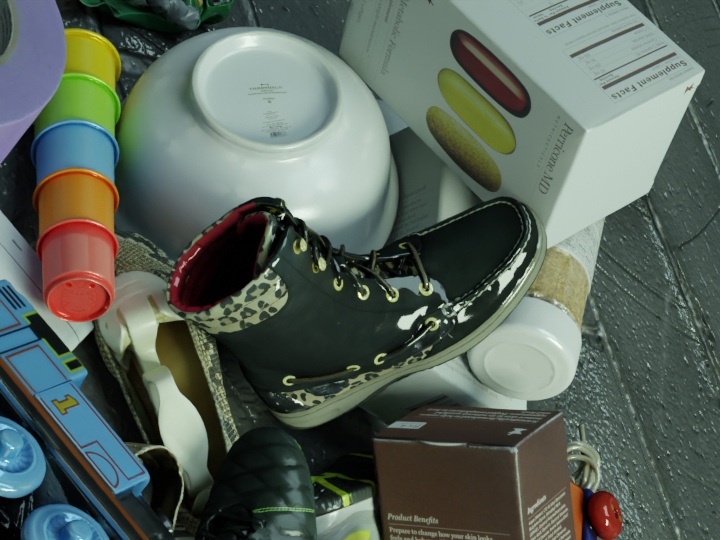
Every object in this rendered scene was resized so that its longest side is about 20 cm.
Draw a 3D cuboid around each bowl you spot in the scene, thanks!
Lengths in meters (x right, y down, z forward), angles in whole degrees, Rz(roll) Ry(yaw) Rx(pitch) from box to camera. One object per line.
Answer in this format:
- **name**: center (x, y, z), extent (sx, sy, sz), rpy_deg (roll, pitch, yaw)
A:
- **bowl**: center (-0.065, -0.086, 1.122), extent (0.199, 0.091, 0.203), rpy_deg (6, 53, -8)

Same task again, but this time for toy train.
- **toy train**: center (0.121, 0.147, 1.221), extent (0.116, 0.084, 0.201), rpy_deg (56, 29, -36)
- **toy train**: center (-0.164, 0.098, 0.864), extent (0.200, 0.087, 0.114), rpy_deg (47, 32, 13)

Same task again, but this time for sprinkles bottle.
- **sprinkles bottle**: center (0.120, -0.013, 1.146), extent (0.068, 0.068, 0.201), rpy_deg (40, 44, -22)

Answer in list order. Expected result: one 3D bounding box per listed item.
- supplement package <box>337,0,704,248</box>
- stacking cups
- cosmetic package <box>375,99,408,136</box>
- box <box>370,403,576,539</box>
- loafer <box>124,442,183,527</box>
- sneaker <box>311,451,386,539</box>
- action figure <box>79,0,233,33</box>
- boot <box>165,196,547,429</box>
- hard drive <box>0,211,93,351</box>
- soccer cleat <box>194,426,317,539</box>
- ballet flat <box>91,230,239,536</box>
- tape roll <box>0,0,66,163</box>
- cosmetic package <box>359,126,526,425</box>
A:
- **supplement package**: center (0.096, -0.130, 1.120), extent (0.109, 0.114, 0.200), rpy_deg (-26, 60, -33)
- **stacking cups**: center (-0.168, -0.053, 1.059), extent (0.060, 0.060, 0.201), rpy_deg (27, 39, -36)
- **cosmetic package**: center (0.017, -0.057, 1.289), extent (0.199, 0.081, 0.114), rpy_deg (1, 63, -49)
- **box**: center (0.074, 0.187, 1.075), extent (0.075, 0.099, 0.202), rpy_deg (-27, 114, -54)
- **loafer**: center (-0.142, 0.162, 0.926), extent (0.076, 0.067, 0.201), rpy_deg (37, 39, -26)
- **sneaker**: center (0.007, 0.160, 1.127), extent (0.199, 0.075, 0.077), rpy_deg (-8, 98, -55)
- **action figure**: center (-0.163, -0.212, 1.221), extent (0.199, 0.055, 0.119), rpy_deg (21, 45, -46)
- **boot**: center (0.000, 0.002, 1.030), extent (0.154, 0.203, 0.074), rpy_deg (46, 14, -51)
- **hard drive**: center (-0.236, 0.033, 0.951), extent (0.132, 0.027, 0.200), rpy_deg (51, 35, -9)
- **soccer cleat**: center (-0.072, 0.176, 0.946), extent (0.081, 0.067, 0.202), rpy_deg (39, 59, -57)
- **ballet flat**: center (-0.112, 0.062, 1.034), extent (0.075, 0.067, 0.202), rpy_deg (69, -2, -79)
- **tape roll**: center (-0.266, -0.132, 0.973), extent (0.199, 0.085, 0.201), rpy_deg (29, 37, -25)
- **cosmetic package**: center (0.057, 0.007, 1.174), extent (0.101, 0.074, 0.202), rpy_deg (35, 47, -36)
